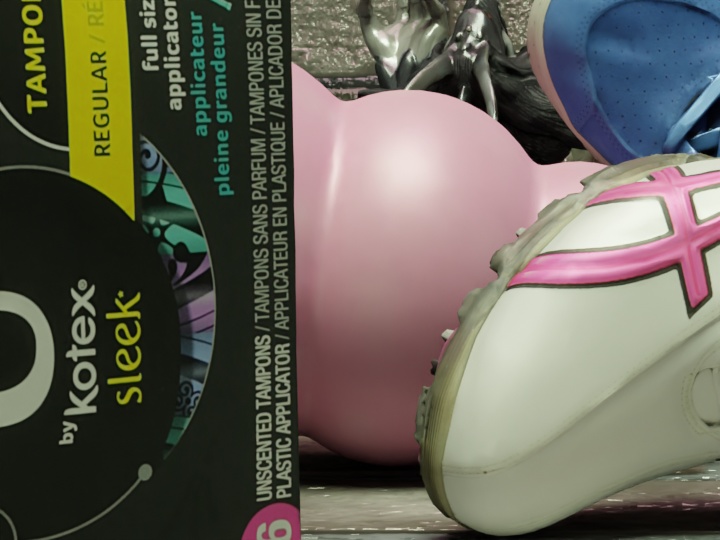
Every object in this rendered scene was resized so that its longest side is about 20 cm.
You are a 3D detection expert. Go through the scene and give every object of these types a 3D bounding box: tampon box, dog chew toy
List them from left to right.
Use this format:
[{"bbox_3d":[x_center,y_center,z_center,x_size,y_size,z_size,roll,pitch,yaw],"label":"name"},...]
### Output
[{"bbox_3d":[-0.128,-0.001,0.583,0.200,0.150,0.126,-5,5,-39],"label":"tampon box"},{"bbox_3d":[0.000,0.000,0.800,0.199,0.125,0.125,7,4,0],"label":"dog chew toy"}]

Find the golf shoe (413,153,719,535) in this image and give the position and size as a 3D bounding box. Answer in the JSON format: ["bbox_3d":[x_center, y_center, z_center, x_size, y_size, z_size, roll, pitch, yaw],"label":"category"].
[{"bbox_3d":[0.104,0.006,0.692,0.200,0.073,0.092,-33,36,-19],"label":"golf shoe"}]

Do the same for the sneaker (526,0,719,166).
[{"bbox_3d":[0.138,-0.020,0.804,0.200,0.077,0.111,43,0,-10],"label":"sneaker"}]

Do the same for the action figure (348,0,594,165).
[{"bbox_3d":[0.055,-0.072,0.987,0.119,0.102,0.200,-6,-7,17],"label":"action figure"}]
